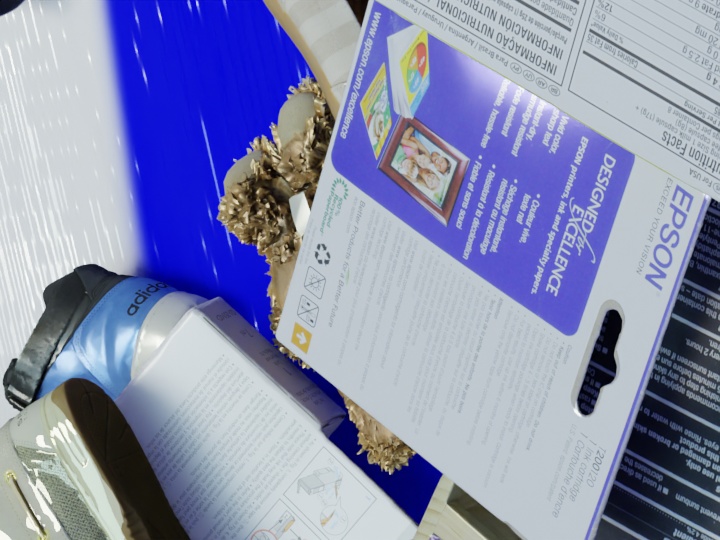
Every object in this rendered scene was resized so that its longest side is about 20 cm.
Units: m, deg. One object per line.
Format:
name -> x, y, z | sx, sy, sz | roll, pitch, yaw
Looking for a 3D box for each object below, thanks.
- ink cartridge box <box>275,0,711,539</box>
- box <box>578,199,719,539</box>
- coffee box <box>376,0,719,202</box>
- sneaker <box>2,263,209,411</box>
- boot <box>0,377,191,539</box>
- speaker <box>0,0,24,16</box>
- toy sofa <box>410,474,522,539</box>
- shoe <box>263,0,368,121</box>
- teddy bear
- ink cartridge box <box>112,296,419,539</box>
ink cartridge box -> 0.061, -0.002, 1.274 | 0.200, 0.043, 0.198 | 39, 126, 34
box -> 0.146, 0.016, 1.315 | 0.200, 0.123, 0.198 | 29, 119, 35
coffee box -> 0.153, -0.169, 1.201 | 0.200, 0.200, 0.198 | 33, 123, 29
sneaker -> -0.143, 0.094, 1.628 | 0.111, 0.077, 0.200 | 20, 111, 30
boot -> -0.157, 0.175, 1.515 | 0.155, 0.072, 0.200 | -29, 82, 20
speaker -> -0.267, -0.192, 1.653 | 0.200, 0.081, 0.081 | 15, 112, 38
toy sofa -> 0.113, 0.178, 1.423 | 0.200, 0.083, 0.098 | 41, 125, 26
shoe -> 0.018, -0.096, 1.433 | 0.200, 0.070, 0.053 | 53, 139, 20
teddy bear -> 0.000, 0.000, 1.493 | 0.200, 0.067, 0.145 | 45, 119, 31
ink cartridge box -> -0.076, 0.145, 1.543 | 0.176, 0.045, 0.200 | 43, 109, 9
